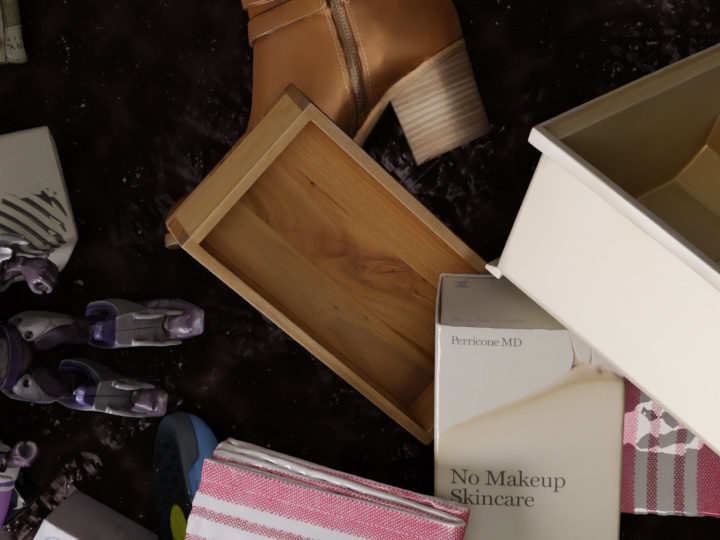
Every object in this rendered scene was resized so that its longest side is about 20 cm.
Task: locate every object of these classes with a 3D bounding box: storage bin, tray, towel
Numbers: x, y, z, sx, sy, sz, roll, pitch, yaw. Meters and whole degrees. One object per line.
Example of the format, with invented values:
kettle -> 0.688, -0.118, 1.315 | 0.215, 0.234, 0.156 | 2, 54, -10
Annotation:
storage bin -> 0.203, -0.006, 1.079 | 0.200, 0.198, 0.094 | 40, 132, 24
tray -> 0.000, 0.000, 1.152 | 0.099, 0.037, 0.200 | -47, 123, 3
towel -> -0.030, 0.202, 1.132 | 0.145, 0.030, 0.202 | 14, 98, 15
towel -> 0.219, 0.069, 1.195 | 0.198, 0.030, 0.148 | 3, 92, 3

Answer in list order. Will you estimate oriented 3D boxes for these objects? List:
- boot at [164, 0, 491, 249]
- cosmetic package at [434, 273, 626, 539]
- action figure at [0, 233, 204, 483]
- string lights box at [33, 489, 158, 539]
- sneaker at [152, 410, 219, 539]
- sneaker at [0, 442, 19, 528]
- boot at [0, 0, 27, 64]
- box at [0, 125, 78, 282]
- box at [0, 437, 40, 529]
boot -> -0.042, -0.109, 1.183 | 0.199, 0.074, 0.156 | -25, 91, -6
cosmetic package -> 0.090, 0.108, 1.152 | 0.102, 0.073, 0.202 | 0, 113, 5
action figure -> -0.177, 0.045, 1.131 | 0.069, 0.199, 0.131 | 20, 102, 37
string lights box -> -0.188, 0.229, 1.188 | 0.059, 0.103, 0.201 | 29, 94, 1
sneaker -> -0.060, 0.172, 1.206 | 0.078, 0.066, 0.202 | -16, 86, -23
sneaker -> -0.294, 0.120, 1.159 | 0.199, 0.073, 0.115 | 21, 96, 1
boot -> -0.196, -0.192, 1.185 | 0.198, 0.072, 0.156 | -12, 91, 9
box -> -0.258, -0.018, 1.155 | 0.198, 0.082, 0.069 | -14, 80, -16
box -> -0.302, 0.096, 1.216 | 0.158, 0.046, 0.201 | -36, 91, 4
